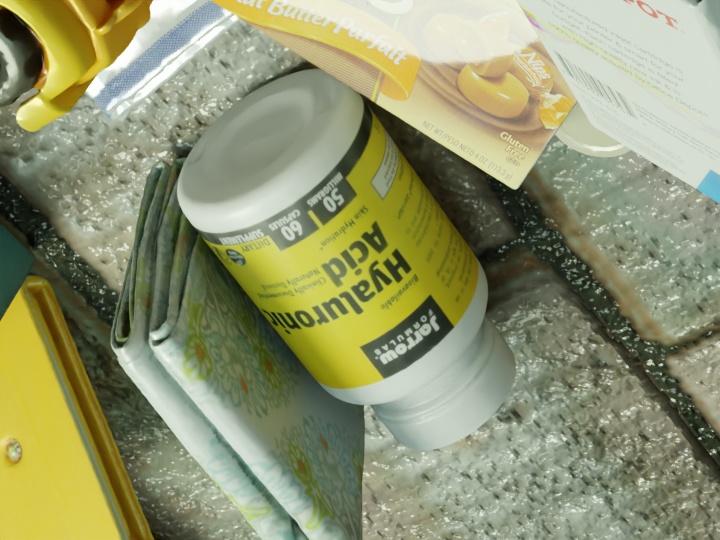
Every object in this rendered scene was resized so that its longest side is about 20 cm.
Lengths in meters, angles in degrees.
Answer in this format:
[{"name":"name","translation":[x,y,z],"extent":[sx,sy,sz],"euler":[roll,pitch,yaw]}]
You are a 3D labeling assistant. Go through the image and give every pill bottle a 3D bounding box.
[{"name":"pill bottle","translation":[0.000,0.000,1.191],"extent":[0.111,0.112,0.200],"euler":[-22,123,26]}]

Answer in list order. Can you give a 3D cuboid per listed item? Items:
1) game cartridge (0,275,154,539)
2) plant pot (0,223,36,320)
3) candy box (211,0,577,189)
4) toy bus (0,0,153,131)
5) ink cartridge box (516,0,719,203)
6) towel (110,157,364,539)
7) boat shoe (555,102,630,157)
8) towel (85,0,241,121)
[{"name":"game cartridge","translation":[-0.227,0.125,1.321],"extent":[0.200,0.032,0.177],"euler":[-31,76,32]},{"name":"plant pot","translation":[-0.311,-0.013,1.220],"extent":[0.141,0.142,0.200],"euler":[-28,113,29]},{"name":"candy box","translation":[0.022,-0.139,1.054],"extent":[0.199,0.055,0.116],"euler":[32,134,-1]},{"name":"toy bus","translation":[-0.137,-0.187,1.002],"extent":[0.191,0.136,0.200],"euler":[-21,122,34]},{"name":"ink cartridge box","translation":[0.133,-0.110,0.894],"extent":[0.085,0.144,0.200],"euler":[-50,143,-5]},{"name":"towel","translation":[-0.060,0.055,1.208],"extent":[0.048,0.172,0.200],"euler":[-25,121,20]},{"name":"boat shoe","translation":[0.116,-0.152,1.077],"extent":[0.071,0.060,0.201],"euler":[9,131,23]},{"name":"towel","translation":[-0.149,-0.175,1.128],"extent":[0.147,0.024,0.200],"euler":[-34,117,31]}]
